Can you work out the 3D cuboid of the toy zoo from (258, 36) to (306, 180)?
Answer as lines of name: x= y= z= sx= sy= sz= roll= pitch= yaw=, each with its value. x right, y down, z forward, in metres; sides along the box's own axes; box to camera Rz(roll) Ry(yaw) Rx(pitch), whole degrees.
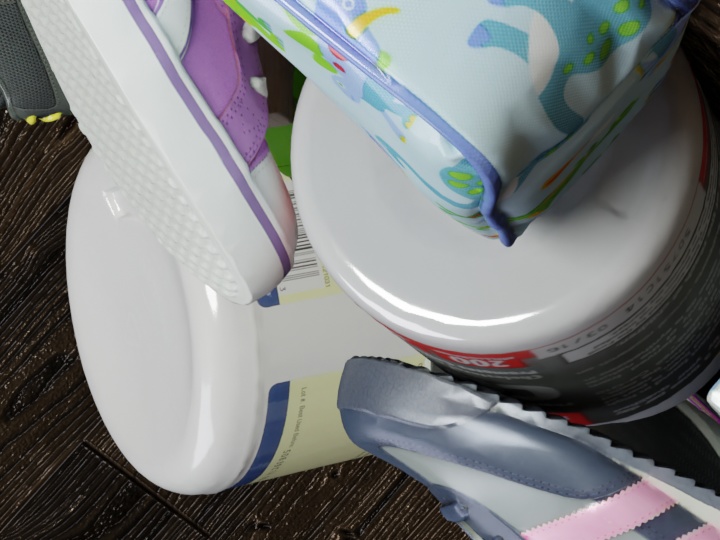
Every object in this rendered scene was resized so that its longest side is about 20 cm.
toy zoo: x=0.007 y=-0.072 z=0.873 sx=0.200 sy=0.020 sz=0.132 roll=41 pitch=-135 yaw=-59

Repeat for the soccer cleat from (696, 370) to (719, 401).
soccer cleat: x=0.191 y=0.057 z=1.017 sx=0.200 sy=0.068 sz=0.073 roll=41 pitch=-159 yaw=-15

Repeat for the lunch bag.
lunch bag: x=-0.002 y=-0.086 z=0.602 sx=0.161 sy=0.083 sz=0.200 roll=42 pitch=-179 yaw=6

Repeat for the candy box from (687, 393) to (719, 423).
candy box: x=0.166 y=0.037 z=1.171 sx=0.136 sy=0.061 sz=0.200 roll=42 pitch=-179 yaw=-20

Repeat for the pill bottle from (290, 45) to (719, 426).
pill bottle: x=0.058 y=-0.015 z=0.790 sx=0.114 sy=0.114 sz=0.200 roll=43 pitch=-179 yaw=20

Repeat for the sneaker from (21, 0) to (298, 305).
sneaker: x=-0.042 y=-0.098 z=0.737 sx=0.201 sy=0.114 sz=0.073 roll=64 pitch=163 yaw=-7

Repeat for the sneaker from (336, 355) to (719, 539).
sneaker: x=0.072 y=0.095 z=0.754 sx=0.199 sy=0.082 sz=0.070 roll=27 pitch=175 yaw=5

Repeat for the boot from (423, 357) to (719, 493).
boot: x=0.122 y=0.090 z=0.934 sx=0.144 sy=0.072 sz=0.200 roll=33 pitch=-170 yaw=-40

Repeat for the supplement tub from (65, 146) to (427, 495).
supplement tub: x=0.000 y=0.000 z=1.032 sx=0.199 sy=0.146 sz=0.145 roll=-11 pitch=-148 yaw=-27

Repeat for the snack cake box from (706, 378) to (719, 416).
snack cake box: x=0.184 y=0.066 z=0.843 sx=0.115 sy=0.067 sz=0.200 roll=41 pitch=-179 yaw=17

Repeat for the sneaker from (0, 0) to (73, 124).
sneaker: x=-0.111 y=-0.092 z=1.036 sx=0.200 sy=0.085 sz=0.074 roll=28 pitch=-169 yaw=-37
